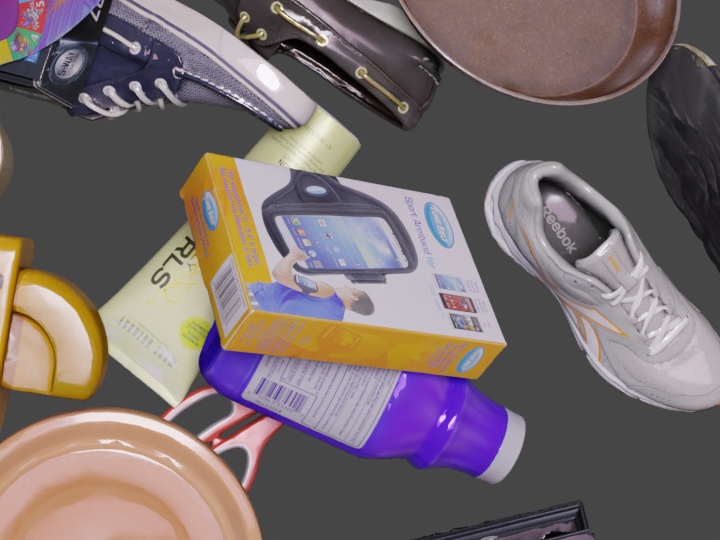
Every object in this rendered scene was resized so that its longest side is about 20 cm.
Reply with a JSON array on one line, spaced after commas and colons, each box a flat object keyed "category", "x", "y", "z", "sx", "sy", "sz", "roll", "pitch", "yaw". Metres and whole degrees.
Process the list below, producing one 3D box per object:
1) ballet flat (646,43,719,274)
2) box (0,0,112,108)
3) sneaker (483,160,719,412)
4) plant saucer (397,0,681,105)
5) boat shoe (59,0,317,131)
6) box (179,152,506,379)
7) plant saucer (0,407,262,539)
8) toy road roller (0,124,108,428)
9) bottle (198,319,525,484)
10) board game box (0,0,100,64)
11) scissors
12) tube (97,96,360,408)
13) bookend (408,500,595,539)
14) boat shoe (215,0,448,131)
[{"category": "ballet flat", "x": 0.237, "y": -0.051, "z": 1.145, "sx": 0.066, "sy": 0.057, "sz": 0.201, "roll": -25, "pitch": 87, "yaw": 35}, {"category": "box", "x": -0.211, "y": -0.211, "z": 1.067, "sx": 0.160, "sy": 0.044, "sz": 0.201, "roll": 17, "pitch": 84, "yaw": 25}, {"category": "sneaker", "x": 0.156, "y": 0.012, "z": 1.103, "sx": 0.200, "sy": 0.092, "sz": 0.076, "roll": 44, "pitch": 83, "yaw": -2}, {"category": "plant saucer", "x": 0.102, "y": -0.184, "z": 1.112, "sx": 0.200, "sy": 0.034, "sz": 0.201, "roll": 8, "pitch": 63, "yaw": -17}, {"category": "boat shoe", "x": -0.128, "y": -0.117, "z": 1.085, "sx": 0.200, "sy": 0.075, "sz": 0.093, "roll": 33, "pitch": 89, "yaw": 16}, {"category": "box", "x": 0.000, "y": 0.000, "z": 1.054, "sx": 0.199, "sy": 0.042, "sz": 0.119, "roll": 7, "pitch": 47, "yaw": -32}, {"category": "plant saucer", "x": -0.156, "y": 0.184, "z": 1.080, "sx": 0.199, "sy": 0.032, "sz": 0.201, "roll": 0, "pitch": 91, "yaw": -5}, {"category": "toy road roller", "x": -0.214, "y": 0.004, "z": 1.048, "sx": 0.145, "sy": 0.123, "sz": 0.201, "roll": 10, "pitch": 89, "yaw": -6}, {"category": "bottle", "x": 0.005, "y": 0.070, "z": 1.086, "sx": 0.200, "sy": 0.065, "sz": 0.084, "roll": 25, "pitch": 94, "yaw": -16}, {"category": "board game box", "x": -0.219, "y": -0.215, "z": 1.024, "sx": 0.158, "sy": 0.039, "sz": 0.200, "roll": -34, "pitch": 67, "yaw": 11}, {"category": "scissors", "x": -0.041, "y": 0.070, "z": 1.116, "sx": 0.200, "sy": 0.014, "sz": 0.073, "roll": -39, "pitch": 91, "yaw": -7}, {"category": "tube", "x": -0.080, "y": -0.016, "z": 1.103, "sx": 0.200, "sy": 0.052, "sz": 0.058, "roll": -50, "pitch": 50, "yaw": -2}, {"category": "bookend", "x": 0.063, "y": 0.197, "z": 1.023, "sx": 0.198, "sy": 0.200, "sz": 0.092, "roll": -12, "pitch": 84, "yaw": -6}, {"category": "boat shoe", "x": -0.041, "y": -0.155, "z": 1.103, "sx": 0.201, "sy": 0.072, "sz": 0.061, "roll": 26, "pitch": 80, "yaw": -6}]
